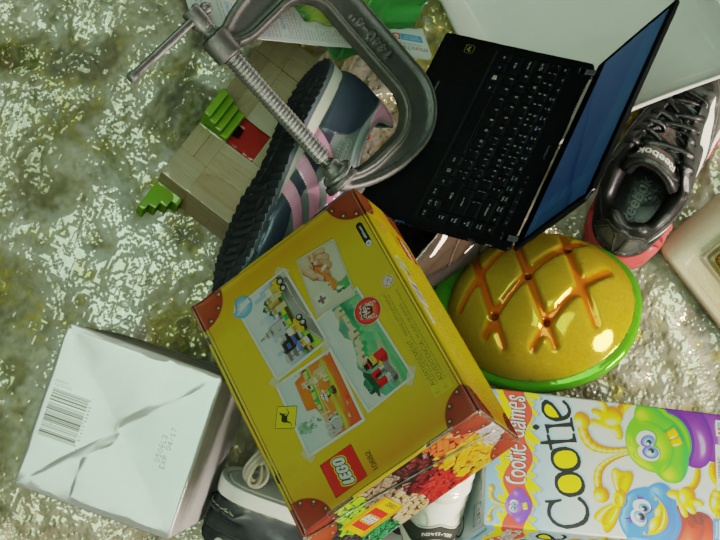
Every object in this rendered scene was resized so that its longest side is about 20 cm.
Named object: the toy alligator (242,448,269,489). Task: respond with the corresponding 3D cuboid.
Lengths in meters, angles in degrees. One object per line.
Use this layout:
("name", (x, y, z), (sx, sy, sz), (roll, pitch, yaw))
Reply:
("toy alligator", (-0.050, 0.078, 1.398), (0.054, 0.059, 0.201), (15, 64, 41))

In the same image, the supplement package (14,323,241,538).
("supplement package", (-0.163, 0.117, 1.337), (0.119, 0.200, 0.122), (18, 87, 4))

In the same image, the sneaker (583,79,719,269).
("sneaker", (0.238, -0.098, 1.389), (0.070, 0.098, 0.202), (27, 85, 7))

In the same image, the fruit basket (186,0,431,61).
("fruit basket", (-0.055, -0.235, 1.377), (0.198, 0.094, 0.186), (-2, 54, -24))

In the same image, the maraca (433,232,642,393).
("maraca", (0.118, 0.030, 1.381), (0.198, 0.107, 0.138), (6, 56, 22))

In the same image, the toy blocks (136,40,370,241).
("toy blocks", (-0.060, -0.086, 1.405), (0.136, 0.100, 0.201), (37, 73, -2))

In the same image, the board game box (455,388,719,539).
("board game box", (0.169, 0.159, 1.329), (0.198, 0.103, 0.106), (7, 69, -13))

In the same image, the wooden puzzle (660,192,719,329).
("wooden puzzle", (0.363, 0.001, 1.403), (0.185, 0.037, 0.200), (-38, 84, -1))

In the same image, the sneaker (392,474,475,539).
("sneaker", (0.026, 0.148, 1.336), (0.075, 0.200, 0.088), (5, 103, -14))

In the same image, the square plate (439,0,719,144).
("square plate", (0.177, -0.192, 1.401), (0.199, 0.028, 0.199), (-22, 59, 4))

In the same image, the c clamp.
("c clamp", (-0.044, -0.131, 1.291), (0.200, 0.027, 0.171), (42, 70, -13))

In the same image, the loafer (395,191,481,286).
("loafer", (0.000, 0.000, 1.347), (0.200, 0.071, 0.073), (-38, 58, -11))

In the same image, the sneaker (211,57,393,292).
("sneaker", (-0.039, -0.052, 1.336), (0.082, 0.070, 0.201), (30, 83, -25))

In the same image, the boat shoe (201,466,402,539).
("boat shoe", (-0.025, 0.213, 1.390), (0.199, 0.076, 0.061), (23, 105, -1))

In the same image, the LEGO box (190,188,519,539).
("LEGO box", (-0.007, 0.070, 1.240), (0.148, 0.077, 0.201), (-35, 60, 11))

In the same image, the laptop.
("laptop", (0.110, -0.116, 1.294), (0.199, 0.104, 0.178), (16, 61, 23))
